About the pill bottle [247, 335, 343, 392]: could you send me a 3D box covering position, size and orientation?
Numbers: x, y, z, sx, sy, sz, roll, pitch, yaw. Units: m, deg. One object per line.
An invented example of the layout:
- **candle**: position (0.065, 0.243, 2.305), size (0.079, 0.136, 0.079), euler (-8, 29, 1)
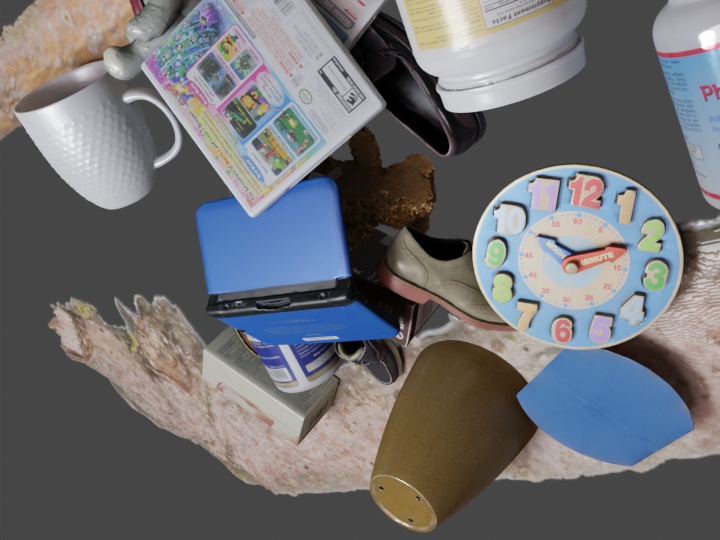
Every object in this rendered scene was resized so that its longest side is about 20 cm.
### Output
- **pill bottle**: position (-0.111, 0.065, 0.999), size (0.116, 0.116, 0.200), euler (-5, 119, 42)

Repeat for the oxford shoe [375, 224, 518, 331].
- **oxford shoe**: position (0.121, 0.010, 0.765), size (0.200, 0.070, 0.075), euler (17, 122, -13)

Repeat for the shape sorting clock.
- **shape sorting clock**: position (0.209, -0.008, 0.691), size (0.200, 0.039, 0.200), euler (8, 114, 19)

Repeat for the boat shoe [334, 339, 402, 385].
- **boat shoe**: position (-0.004, 0.097, 0.959), size (0.072, 0.065, 0.200), euler (7, 139, 36)

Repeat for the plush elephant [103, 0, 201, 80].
- **plush elephant**: position (-0.224, -0.326, 0.743), size (0.200, 0.165, 0.155), euler (-25, 122, 19)

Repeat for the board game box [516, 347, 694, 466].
- **board game box**: position (0.281, 0.147, 0.806), size (0.158, 0.039, 0.200), euler (33, 143, 7)

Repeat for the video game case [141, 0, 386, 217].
- **video game case**: position (-0.101, -0.186, 0.699), size (0.182, 0.024, 0.200), euler (-37, 88, 21)

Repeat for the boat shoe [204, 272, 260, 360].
- **boat shoe**: position (-0.162, 0.065, 1.075), size (0.200, 0.072, 0.068), euler (50, 140, -6)

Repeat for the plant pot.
- **plant pot**: position (0.101, 0.222, 0.891), size (0.186, 0.200, 0.186), euler (22, 133, 25)

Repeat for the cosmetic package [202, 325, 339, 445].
- **cosmetic package**: position (-0.148, 0.176, 1.133), size (0.200, 0.103, 0.087), euler (33, 137, 16)

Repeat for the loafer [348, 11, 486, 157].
- **loafer**: position (0.039, -0.191, 0.704), size (0.200, 0.063, 0.072), euler (42, 138, 4)

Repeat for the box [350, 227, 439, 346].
- **box**: position (0.000, 0.000, 0.868), size (0.200, 0.100, 0.075), euler (24, 134, 21)

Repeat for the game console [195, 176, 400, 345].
- **game console**: position (-0.071, 0.000, 0.786), size (0.200, 0.118, 0.171), euler (-7, 152, 33)

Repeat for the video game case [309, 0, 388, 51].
- **video game case**: position (-0.067, -0.262, 0.698), size (0.143, 0.018, 0.200), euler (43, 110, 3)

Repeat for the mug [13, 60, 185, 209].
- **mug**: position (-0.343, -0.188, 0.980), size (0.200, 0.148, 0.175), euler (-15, 125, 13)

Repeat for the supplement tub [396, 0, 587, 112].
- **supplement tub**: position (0.095, -0.243, 0.553), size (0.145, 0.145, 0.200), euler (-1, 122, 40)

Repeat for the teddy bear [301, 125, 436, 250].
- **teddy bear**: position (-0.015, -0.088, 0.793), size (0.067, 0.200, 0.145), euler (64, -168, -79)

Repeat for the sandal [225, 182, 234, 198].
- **sandal**: position (-0.136, -0.097, 0.913), size (0.076, 0.043, 0.200), euler (-18, 85, 30)

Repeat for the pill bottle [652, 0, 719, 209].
- **pill bottle**: position (0.279, -0.149, 0.505), size (0.109, 0.109, 0.200), euler (-9, 117, 43)
